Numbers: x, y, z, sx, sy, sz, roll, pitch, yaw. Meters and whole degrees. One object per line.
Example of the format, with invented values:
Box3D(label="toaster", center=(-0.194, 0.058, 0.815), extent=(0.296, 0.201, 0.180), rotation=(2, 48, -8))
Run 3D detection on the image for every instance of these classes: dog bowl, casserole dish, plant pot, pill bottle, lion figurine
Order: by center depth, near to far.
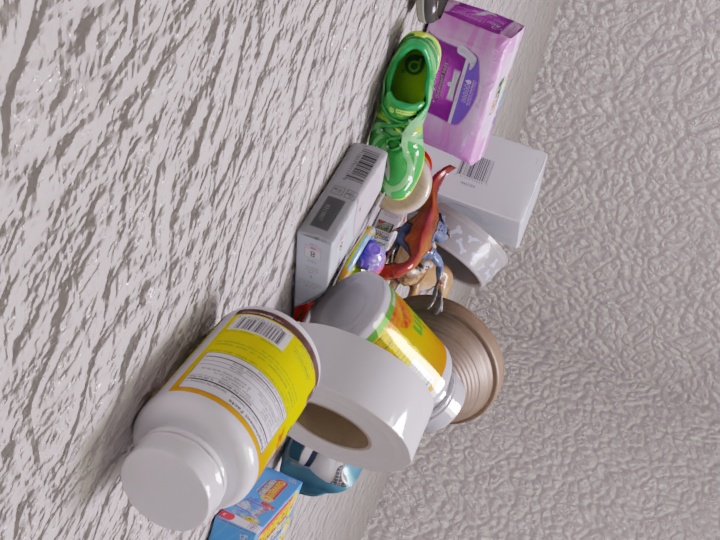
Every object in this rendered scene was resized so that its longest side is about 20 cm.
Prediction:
Box3D(label="pill bottle", center=(-0.115, 0.121, 0.856), extent=(0.200, 0.109, 0.110), rotation=(-54, 162, -55))
Box3D(label="pill bottle", center=(0.038, 0.103, 1.213), extent=(0.200, 0.111, 0.111), rotation=(47, 56, -33))
Box3D(label="plant pot", center=(0.093, 0.143, 1.432), extent=(0.093, 0.200, 0.202), rotation=(-46, 156, -53))
Box3D(label="casserole dish", center=(-0.043, 0.239, 1.489), extent=(0.200, 0.120, 0.039), rotation=(-60, 148, -45))
Box3D(label="lion figurine", center=(0.100, 0.010, 1.608), extent=(0.123, 0.072, 0.200), rotation=(-64, 156, 4))
Box3D(label="dog bowl", center=(0.138, -0.044, 1.648), extent=(0.059, 0.199, 0.200), rotation=(-56, 168, -9))

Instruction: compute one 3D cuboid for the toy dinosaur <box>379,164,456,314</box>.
Box3D(label="toy dinosaur", center=(0.067, -0.046, 1.388), extent=(0.181, 0.104, 0.202), rotation=(-30, 124, -80))

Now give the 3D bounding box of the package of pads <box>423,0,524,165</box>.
Box3D(label="package of pads", center=(0.133, -0.254, 1.385), extent=(0.076, 0.120, 0.201), rotation=(-47, 157, -51))

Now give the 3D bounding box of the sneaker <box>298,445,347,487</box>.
Box3D(label="sneaker", center=(-0.004, 0.195, 1.392), extent=(0.201, 0.080, 0.076), rotation=(-58, 179, 7))

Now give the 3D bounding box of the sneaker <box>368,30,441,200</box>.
Box3D(label="sneaker", center=(0.045, -0.183, 1.215), extent=(0.084, 0.074, 0.201), rotation=(-44, 144, -73))

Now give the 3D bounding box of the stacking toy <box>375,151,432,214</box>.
Box3D(label="stacking toy", center=(0.067, -0.133, 1.413), extent=(0.200, 0.085, 0.086), rotation=(-48, 157, -74))

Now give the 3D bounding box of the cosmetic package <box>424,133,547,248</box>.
Box3D(label="cosmetic package", center=(0.185, -0.142, 1.662), extent=(0.200, 0.198, 0.124), rotation=(63, 49, -77))

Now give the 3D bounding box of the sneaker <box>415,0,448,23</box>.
Box3D(label="sneaker", center=(0.138, -0.376, 1.203), extent=(0.075, 0.106, 0.201), rotation=(11, 99, -80))

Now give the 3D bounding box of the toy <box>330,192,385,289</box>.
Box3D(label="toy", center=(0.000, 0.000, 1.288), extent=(0.116, 0.047, 0.200), rotation=(-61, -179, -27))

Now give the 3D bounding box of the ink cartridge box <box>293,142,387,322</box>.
Box3D(label="ink cartridge box", center=(-0.027, -0.027, 1.210), extent=(0.201, 0.057, 0.163), rotation=(92, 20, -48))

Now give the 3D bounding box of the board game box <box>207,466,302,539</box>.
Box3D(label="board game box", center=(-0.155, 0.378, 1.320), extent=(0.200, 0.056, 0.197), rotation=(-29, 140, -75))

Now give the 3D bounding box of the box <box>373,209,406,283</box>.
Box3D(label="box", center=(0.031, -0.010, 1.584), extent=(0.200, 0.035, 0.110), rotation=(95, 19, -58))

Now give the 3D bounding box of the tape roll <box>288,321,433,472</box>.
Box3D(label="tape roll", center=(-0.023, 0.142, 1.137), extent=(0.203, 0.201, 0.071), rotation=(93, 21, -60))
